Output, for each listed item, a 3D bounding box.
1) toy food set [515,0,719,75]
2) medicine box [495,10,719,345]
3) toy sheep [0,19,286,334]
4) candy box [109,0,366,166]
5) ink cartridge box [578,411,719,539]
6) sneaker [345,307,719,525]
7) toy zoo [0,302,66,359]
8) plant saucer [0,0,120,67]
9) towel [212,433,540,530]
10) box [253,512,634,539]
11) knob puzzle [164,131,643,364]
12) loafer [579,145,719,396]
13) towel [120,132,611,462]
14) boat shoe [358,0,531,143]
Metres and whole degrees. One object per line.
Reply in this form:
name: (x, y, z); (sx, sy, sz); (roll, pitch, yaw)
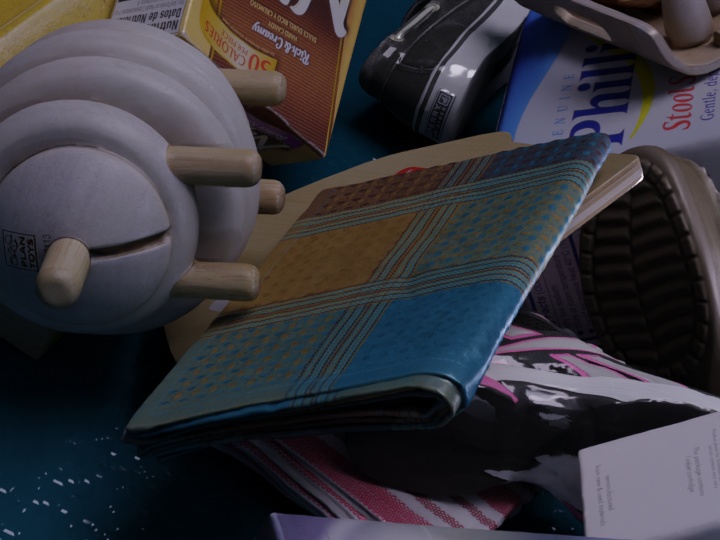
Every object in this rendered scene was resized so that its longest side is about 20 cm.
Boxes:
toy food set: (0.182, -0.175, 1.177); (0.199, 0.061, 0.143); (-31, 30, -18)
medicine box: (0.177, -0.066, 1.166); (0.198, 0.104, 0.183); (-10, 31, 18)
toy sheep: (-0.100, -0.036, 0.957); (0.137, 0.139, 0.200); (26, 20, -5)
candy box: (-0.046, -0.166, 1.141); (0.117, 0.056, 0.201); (38, 59, -44)
ink cartridge box: (0.200, 0.108, 0.953); (0.198, 0.116, 0.067); (-16, 35, 13)
sneaker: (0.090, 0.053, 1.012); (0.198, 0.081, 0.087); (17, 33, -15)
toy zoo: (-0.147, -0.047, 1.068); (0.131, 0.021, 0.200); (34, 35, 5)
plant saucer: (-0.207, -0.131, 1.078); (0.199, 0.049, 0.200); (26, 34, 11)
towel: (0.020, 0.061, 1.052); (0.146, 0.030, 0.200); (38, 35, 15)
box: (0.056, 0.201, 0.821); (0.197, 0.124, 0.201); (7, 41, -27)
knob puzzle: (0.000, 0.000, 1.018); (0.031, 0.218, 0.220); (67, 28, -23)
loafer: (0.159, 0.036, 1.079); (0.067, 0.076, 0.202); (-25, 102, -45)
towel: (0.009, 0.008, 0.926); (0.200, 0.146, 0.022); (-53, 127, -52)
boat shoe: (0.057, -0.134, 1.276); (0.063, 0.071, 0.200); (28, 30, 9)
